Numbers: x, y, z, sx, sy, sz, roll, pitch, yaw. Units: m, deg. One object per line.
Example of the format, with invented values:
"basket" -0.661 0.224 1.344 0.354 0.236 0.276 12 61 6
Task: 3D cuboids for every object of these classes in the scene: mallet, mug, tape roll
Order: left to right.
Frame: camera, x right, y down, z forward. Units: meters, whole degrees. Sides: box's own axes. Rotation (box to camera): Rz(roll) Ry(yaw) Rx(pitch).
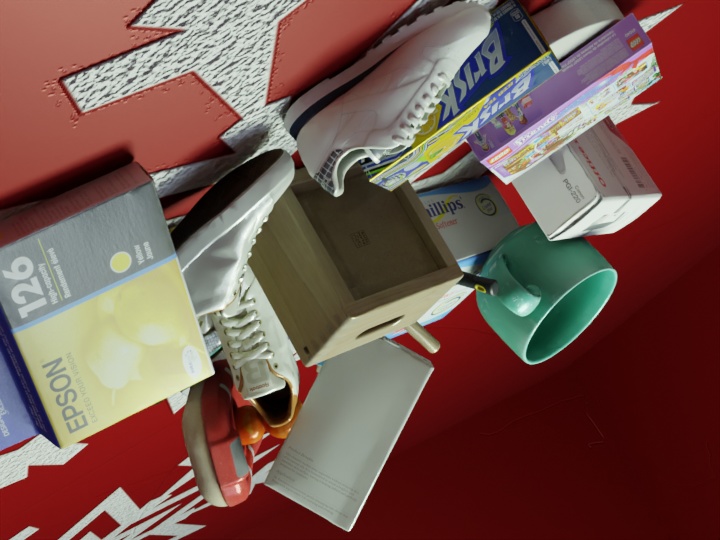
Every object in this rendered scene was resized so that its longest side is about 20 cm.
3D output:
"mallet" 0.061 -0.013 1.360 0.041 0.198 0.066 -49 132 -32
"tape roll" 0.178 -0.199 1.241 0.201 0.037 0.203 -29 165 -9
"mug" 0.208 0.009 1.443 0.151 0.115 0.186 -37 153 -11

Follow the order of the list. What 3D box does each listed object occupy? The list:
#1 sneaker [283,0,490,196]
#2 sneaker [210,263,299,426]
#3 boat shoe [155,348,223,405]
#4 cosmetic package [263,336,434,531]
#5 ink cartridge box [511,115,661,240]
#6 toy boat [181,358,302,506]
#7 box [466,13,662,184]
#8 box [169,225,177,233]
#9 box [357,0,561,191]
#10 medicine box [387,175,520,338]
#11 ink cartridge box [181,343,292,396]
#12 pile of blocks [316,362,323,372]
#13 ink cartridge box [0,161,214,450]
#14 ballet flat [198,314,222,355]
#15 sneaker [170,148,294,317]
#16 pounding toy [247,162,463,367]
"sneaker" 0.034 -0.146 1.037 0.199 0.081 0.076 -36 163 10
"sneaker" -0.105 0.073 1.257 0.072 0.085 0.202 -18 124 8
"boat shoe" -0.164 0.081 1.416 0.198 0.064 0.073 -27 165 -16
"cosmetic package" -0.012 0.164 1.345 0.202 0.112 0.081 -61 179 -2
"ink cartridge box" 0.248 -0.119 1.428 0.085 0.147 0.199 -39 163 27
"toy boat" -0.126 0.174 1.416 0.128 0.133 0.200 -13 -163 2
"box" 0.206 -0.168 1.247 0.199 0.039 0.137 -34 166 12
"box" -0.192 0.025 1.204 0.074 0.051 0.200 -24 163 -25
"box" 0.082 -0.158 1.127 0.199 0.065 0.070 -36 165 13
"medicine box" 0.071 -0.008 1.520 0.181 0.104 0.200 -18 161 -43
"ink cartridge box" -0.142 0.104 1.595 0.198 0.037 0.095 -28 165 -3
"pile of blocks" -0.060 0.056 1.445 0.202 0.061 0.083 89 20 -44
"ink cartridge box" -0.232 0.042 0.980 0.198 0.047 0.200 -28 129 -19
"ballet flat" -0.143 0.031 1.321 0.199 0.073 0.072 -33 166 5
"sneaker" -0.118 -0.017 1.080 0.200 0.085 0.073 -44 -156 7
"pounding toy" 0.000 0.000 1.238 0.198 0.186 0.142 -19 162 -40
